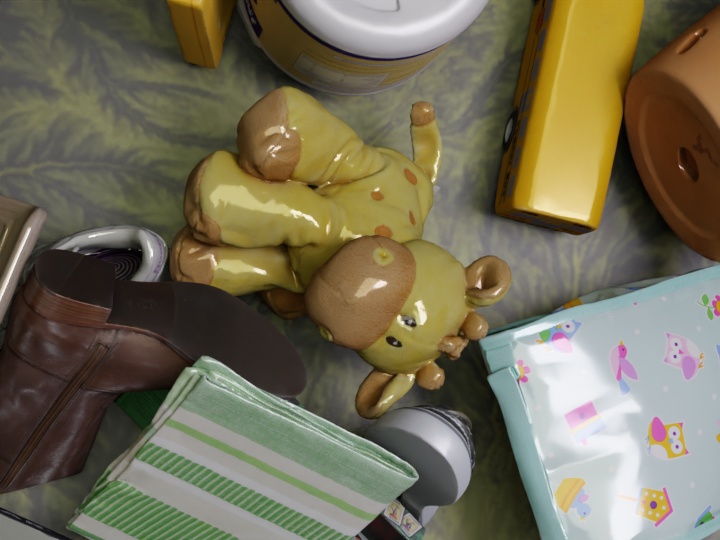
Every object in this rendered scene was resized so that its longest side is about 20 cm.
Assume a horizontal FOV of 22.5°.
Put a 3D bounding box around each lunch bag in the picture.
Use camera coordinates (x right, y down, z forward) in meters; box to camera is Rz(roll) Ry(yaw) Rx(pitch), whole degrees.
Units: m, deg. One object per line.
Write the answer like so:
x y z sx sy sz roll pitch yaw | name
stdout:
0.169 0.097 1.163 0.200 0.122 0.171 -15 88 -37 | lunch bag

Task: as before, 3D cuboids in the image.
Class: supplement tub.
0.001 -0.189 1.133 0.145 0.200 0.146 1 85 -9 | supplement tub

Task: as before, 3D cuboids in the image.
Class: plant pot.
0.265 -0.095 1.170 0.140 0.200 0.200 -25 89 -16 | plant pot

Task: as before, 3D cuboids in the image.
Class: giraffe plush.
0.000 0.000 1.128 0.200 0.173 0.162 -5 46 -29 | giraffe plush

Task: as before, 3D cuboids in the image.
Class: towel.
-0.079 0.138 1.116 0.152 0.200 0.023 28 45 -15 | towel

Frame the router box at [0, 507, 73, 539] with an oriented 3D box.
-0.279 0.215 1.149 0.200 0.052 0.158 25 82 -6 | router box

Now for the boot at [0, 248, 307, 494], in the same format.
-0.153 0.086 1.132 0.186 0.200 0.064 24 41 -12 | boot

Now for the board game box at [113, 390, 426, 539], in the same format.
-0.060 0.126 1.169 0.200 0.105 0.023 46 41 -3 | board game box

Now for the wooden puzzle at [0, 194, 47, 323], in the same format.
-0.285 0.030 1.116 0.037 0.200 0.185 31 78 -50 | wooden puzzle

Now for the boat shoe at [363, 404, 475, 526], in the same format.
0.041 0.112 1.133 0.069 0.200 0.057 39 73 6 | boat shoe

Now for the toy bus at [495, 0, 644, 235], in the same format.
0.143 -0.128 1.224 0.065 0.078 0.201 13 84 -7 | toy bus

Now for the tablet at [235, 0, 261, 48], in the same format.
-0.008 -0.248 1.245 0.200 0.014 0.130 -25 89 -10 | tablet

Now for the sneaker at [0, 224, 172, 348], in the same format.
-0.216 0.013 1.150 0.200 0.100 0.075 -22 86 -9 | sneaker

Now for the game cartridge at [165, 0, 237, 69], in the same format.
-0.078 -0.241 1.138 0.032 0.176 0.201 14 83 0 | game cartridge
